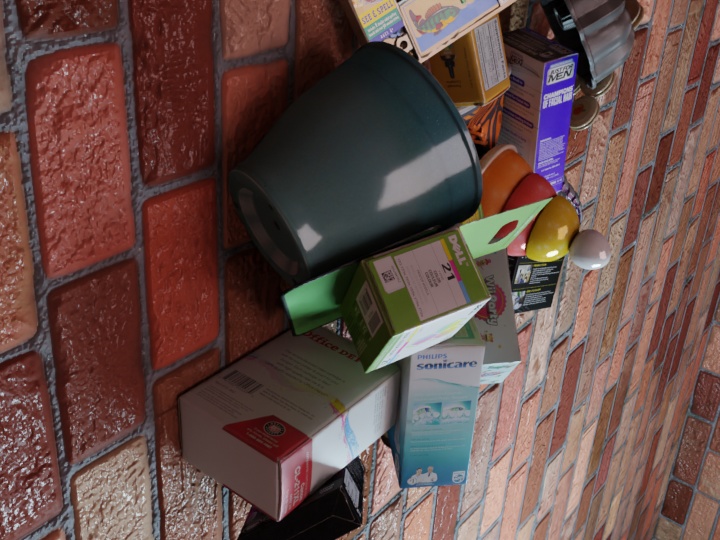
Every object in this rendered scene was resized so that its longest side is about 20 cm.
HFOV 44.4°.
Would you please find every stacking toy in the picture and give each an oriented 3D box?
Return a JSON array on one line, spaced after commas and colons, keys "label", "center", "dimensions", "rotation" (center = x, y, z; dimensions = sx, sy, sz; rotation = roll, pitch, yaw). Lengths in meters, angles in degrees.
[{"label": "stacking toy", "center": [0.227, -0.057, 1.123], "dimensions": [0.146, 0.199, 0.147], "rotation": [-45, 155, -28]}]

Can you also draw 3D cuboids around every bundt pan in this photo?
[{"label": "bundt pan", "center": [0.287, -0.341, 1.132], "dimensions": [0.075, 0.204, 0.202], "rotation": [-26, 146, 9]}]

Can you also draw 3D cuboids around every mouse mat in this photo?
[{"label": "mouse mat", "center": [0.000, 0.015, 0.869], "dimensions": [0.159, 0.008, 0.200], "rotation": [-23, 167, -7]}]

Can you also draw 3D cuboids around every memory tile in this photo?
[{"label": "memory tile", "center": [0.303, -0.289, 1.239], "dimensions": [0.017, 0.153, 0.202], "rotation": [31, 82, -37]}]

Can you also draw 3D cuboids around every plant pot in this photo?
[{"label": "plant pot", "center": [-0.016, -0.084, 0.850], "dimensions": [0.187, 0.200, 0.201], "rotation": [-36, 138, -20]}]

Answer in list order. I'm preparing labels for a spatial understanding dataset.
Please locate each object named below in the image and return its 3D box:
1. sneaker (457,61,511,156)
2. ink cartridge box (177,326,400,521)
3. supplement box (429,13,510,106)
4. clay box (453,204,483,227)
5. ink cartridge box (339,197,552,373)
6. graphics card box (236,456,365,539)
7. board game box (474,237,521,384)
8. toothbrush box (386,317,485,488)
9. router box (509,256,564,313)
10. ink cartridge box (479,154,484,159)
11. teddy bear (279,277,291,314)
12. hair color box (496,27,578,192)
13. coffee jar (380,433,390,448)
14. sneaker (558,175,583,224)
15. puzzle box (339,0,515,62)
[{"label": "sneaker", "center": [0.133, -0.184, 1.109], "dimensions": [0.199, 0.077, 0.113], "rotation": [-36, 135, -40]}, {"label": "ink cartridge box", "center": [-0.071, 0.151, 0.939], "dimensions": [0.199, 0.145, 0.084], "rotation": [-29, 132, -45]}, {"label": "supplement box", "center": [0.109, -0.287, 0.976], "dimensions": [0.069, 0.066, 0.202], "rotation": [-34, 120, -42]}, {"label": "clay box", "center": [0.072, -0.123, 1.018], "dimensions": [0.048, 0.114, 0.201], "rotation": [-52, 145, -24]}, {"label": "ink cartridge box", "center": [0.091, 0.015, 0.849], "dimensions": [0.198, 0.077, 0.148], "rotation": [-19, 165, -15]}, {"label": "graphics card box", "center": [-0.059, 0.255, 0.970], "dimensions": [0.124, 0.051, 0.200], "rotation": [-27, -176, 3]}, {"label": "board game box", "center": [0.153, 0.058, 1.101], "dimensions": [0.200, 0.063, 0.150], "rotation": [78, 7, -76]}, {"label": "toothbrush box", "center": [0.077, 0.125, 1.015], "dimensions": [0.084, 0.147, 0.202], "rotation": [-3, 121, -7]}, {"label": "router box", "center": [0.276, -0.009, 1.453], "dimensions": [0.199, 0.051, 0.151], "rotation": [-3, 110, -56]}, {"label": "ink cartridge box", "center": [0.121, -0.038, 1.215], "dimensions": [0.198, 0.047, 0.201], "rotation": [-53, 148, -24]}, {"label": "teddy bear", "center": [0.000, 0.000, 1.004], "dimensions": [0.145, 0.067, 0.199], "rotation": [-40, 168, 29]}, {"label": "hair color box", "center": [0.226, -0.210, 1.190], "dimensions": [0.064, 0.109, 0.202], "rotation": [-21, 130, -23]}, {"label": "coffee jar", "center": [0.069, 0.168, 1.201], "dimensions": [0.085, 0.103, 0.202], "rotation": [-42, 140, -35]}, {"label": "sneaker", "center": [0.283, -0.121, 1.385], "dimensions": [0.088, 0.074, 0.201], "rotation": [-44, 127, -16]}, {"label": "puzzle box", "center": [0.074, -0.298, 0.895], "dimensions": [0.199, 0.025, 0.134], "rotation": [-35, 117, -11]}]
